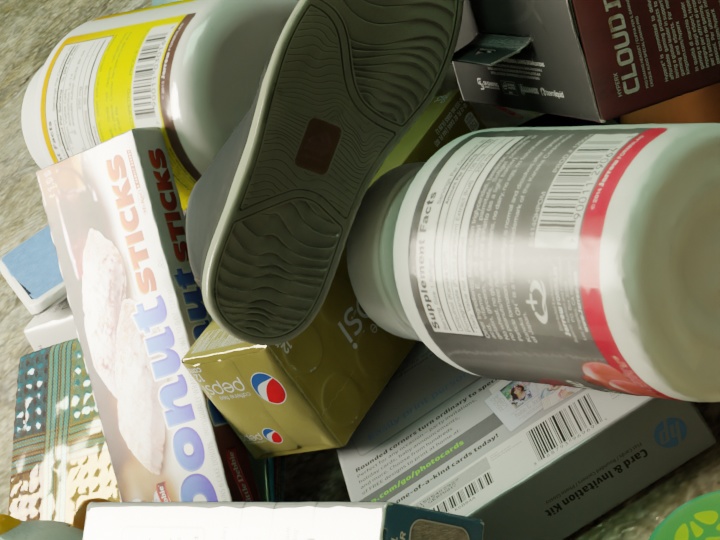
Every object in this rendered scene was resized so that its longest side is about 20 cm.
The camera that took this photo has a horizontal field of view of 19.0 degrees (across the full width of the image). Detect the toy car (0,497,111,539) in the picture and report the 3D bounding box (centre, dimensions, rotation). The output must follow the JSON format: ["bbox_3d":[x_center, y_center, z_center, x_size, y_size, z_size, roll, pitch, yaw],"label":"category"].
[{"bbox_3d":[-0.181,0.160,1.015,0.200,0.177,0.184,-27,12,-8],"label":"toy car"}]

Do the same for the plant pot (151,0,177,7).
[{"bbox_3d":[-0.061,-0.163,1.428,0.200,0.135,0.200,-29,26,15],"label":"plant pot"}]

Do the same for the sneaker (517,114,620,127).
[{"bbox_3d":[0.154,-0.099,1.134,0.200,0.075,0.088,-20,37,50],"label":"sneaker"}]

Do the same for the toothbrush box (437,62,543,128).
[{"bbox_3d":[0.028,-0.140,1.147,0.086,0.145,0.200,-67,15,-14],"label":"toothbrush box"}]

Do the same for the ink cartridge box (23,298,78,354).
[{"bbox_3d":[-0.068,0.003,1.204,0.200,0.085,0.146,-15,28,35],"label":"ink cartridge box"}]

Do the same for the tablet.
[{"bbox_3d":[-0.117,-0.045,1.244,0.200,0.014,0.130,-35,20,-8],"label":"tablet"}]

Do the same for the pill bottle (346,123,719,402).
[{"bbox_3d":[0.084,-0.006,0.911,0.111,0.111,0.200,-49,28,-24],"label":"pill bottle"}]

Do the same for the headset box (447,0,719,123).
[{"bbox_3d":[0.134,-0.128,0.957,0.200,0.077,0.149,-21,14,-17],"label":"headset box"}]

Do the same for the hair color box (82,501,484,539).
[{"bbox_3d":[-0.042,0.150,0.910,0.200,0.060,0.100,-7,73,47],"label":"hair color box"}]

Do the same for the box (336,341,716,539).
[{"bbox_3d":[0.063,0.060,0.999,0.156,0.041,0.200,-33,26,6],"label":"box"}]

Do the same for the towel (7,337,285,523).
[{"bbox_3d":[-0.112,0.092,1.117,0.200,0.022,0.147,-17,62,38],"label":"towel"}]

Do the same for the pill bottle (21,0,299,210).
[{"bbox_3d":[-0.099,-0.085,1.134,0.200,0.109,0.109,0,43,54],"label":"pill bottle"}]

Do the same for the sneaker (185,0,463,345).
[{"bbox_3d":[-0.028,-0.071,0.974,0.200,0.075,0.106,-63,20,2],"label":"sneaker"}]

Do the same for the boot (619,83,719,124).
[{"bbox_3d":[0.170,-0.033,1.003,0.200,0.077,0.155,7,53,46],"label":"boot"}]

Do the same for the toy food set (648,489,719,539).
[{"bbox_3d":[0.180,0.122,0.735,0.198,0.049,0.200,-30,26,15],"label":"toy food set"}]

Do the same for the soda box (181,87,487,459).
[{"bbox_3d":[0.000,0.000,1.056,0.064,0.068,0.200,-12,32,45],"label":"soda box"}]

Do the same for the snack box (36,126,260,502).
[{"bbox_3d":[-0.103,0.036,1.048,0.072,0.201,0.024,-19,-6,37],"label":"snack box"}]
